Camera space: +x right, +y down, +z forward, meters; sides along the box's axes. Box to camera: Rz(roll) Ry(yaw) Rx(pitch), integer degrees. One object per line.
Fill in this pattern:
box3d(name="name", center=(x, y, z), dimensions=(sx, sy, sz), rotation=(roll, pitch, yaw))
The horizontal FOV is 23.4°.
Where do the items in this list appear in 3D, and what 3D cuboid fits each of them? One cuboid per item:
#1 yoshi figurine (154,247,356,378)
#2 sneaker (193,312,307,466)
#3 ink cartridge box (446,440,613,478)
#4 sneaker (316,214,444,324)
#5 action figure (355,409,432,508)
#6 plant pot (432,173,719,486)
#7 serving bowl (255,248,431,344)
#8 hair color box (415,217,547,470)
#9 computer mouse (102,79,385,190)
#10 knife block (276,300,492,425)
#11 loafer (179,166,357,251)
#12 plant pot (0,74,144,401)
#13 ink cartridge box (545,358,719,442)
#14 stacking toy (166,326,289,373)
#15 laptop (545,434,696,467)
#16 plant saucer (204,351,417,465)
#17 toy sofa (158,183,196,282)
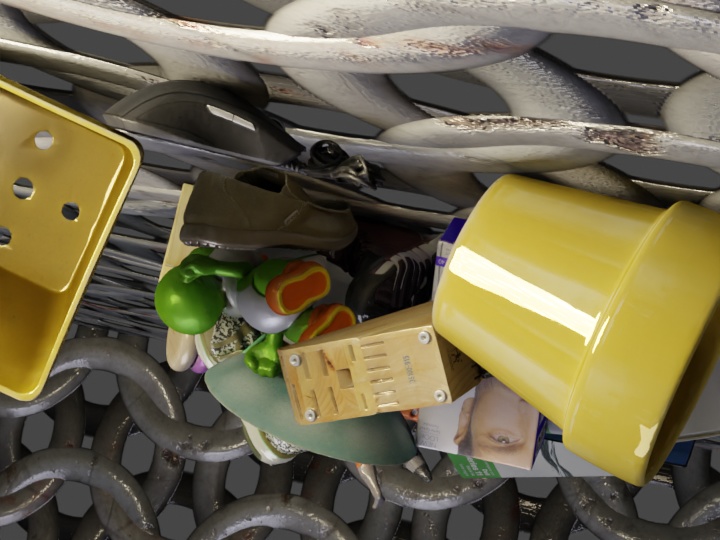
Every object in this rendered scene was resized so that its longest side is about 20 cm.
box3d(name="yoshi figurine", center=(-0.103, 0.029, 1.468), dimensions=(0.112, 0.113, 0.200), rotation=(10, -177, -38))
box3d(name="sneaker", center=(-0.086, 0.096, 1.672), dimensions=(0.088, 0.077, 0.200), rotation=(-8, 117, 44))
box3d(name="ink cartridge box", center=(0.199, 0.137, 1.825), dimensions=(0.199, 0.147, 0.083), rotation=(-3, 141, 23))
box3d(name="sneaker", center=(0.000, 0.000, 1.546), dimensions=(0.115, 0.076, 0.200), rotation=(19, -162, 19))
box3d(name="action figure", center=(0.028, 0.106, 1.697), dimensions=(0.194, 0.200, 0.105), rotation=(54, -174, -6))
box3d(name="plant pot", center=(0.163, 0.025, 1.250), dimensions=(0.188, 0.201, 0.201), rotation=(27, 177, 17))
box3d(name="serving bowl", center=(-0.020, 0.031, 1.611), dimensions=(0.199, 0.066, 0.200), rotation=(14, -153, -7))
box3d(name="hair color box", center=(0.115, 0.064, 1.507), dimensions=(0.109, 0.201, 0.065), rotation=(11, -154, 13))
box3d(name="computer mouse", center=(-0.085, -0.102, 1.237), dimensions=(0.199, 0.046, 0.140), rotation=(13, -177, -14))
box3d(name="knife block", center=(0.057, 0.060, 1.403), dimensions=(0.199, 0.064, 0.175), rotation=(-11, -174, 27))
box3d(name="loafer", center=(-0.070, -0.053, 1.470), dimensions=(0.075, 0.069, 0.200), rotation=(9, -172, 35))
box3d(name="plant pot", center=(-0.270, -0.051, 1.281), dimensions=(0.199, 0.201, 0.176), rotation=(25, -169, -1))
box3d(name="ink cartridge box", center=(0.225, 0.071, 1.525), dimensions=(0.087, 0.146, 0.200), rotation=(-5, -179, -28))
box3d(name="stacking toy", center=(-0.092, 0.075, 1.765), dimensions=(0.199, 0.086, 0.085), rotation=(11, 173, -18))
box3d(name="laptop", center=(0.242, 0.100, 1.691), dimensions=(0.186, 0.201, 0.116), rotation=(11, 156, 14))
box3d(name="plant saucer", center=(-0.037, 0.109, 1.534), dimensions=(0.200, 0.039, 0.201), rotation=(20, -166, -5))
box3d(name="toy sofa", center=(-0.143, -0.023, 1.730), dimensions=(0.097, 0.083, 0.200), rotation=(15, 172, -7))
